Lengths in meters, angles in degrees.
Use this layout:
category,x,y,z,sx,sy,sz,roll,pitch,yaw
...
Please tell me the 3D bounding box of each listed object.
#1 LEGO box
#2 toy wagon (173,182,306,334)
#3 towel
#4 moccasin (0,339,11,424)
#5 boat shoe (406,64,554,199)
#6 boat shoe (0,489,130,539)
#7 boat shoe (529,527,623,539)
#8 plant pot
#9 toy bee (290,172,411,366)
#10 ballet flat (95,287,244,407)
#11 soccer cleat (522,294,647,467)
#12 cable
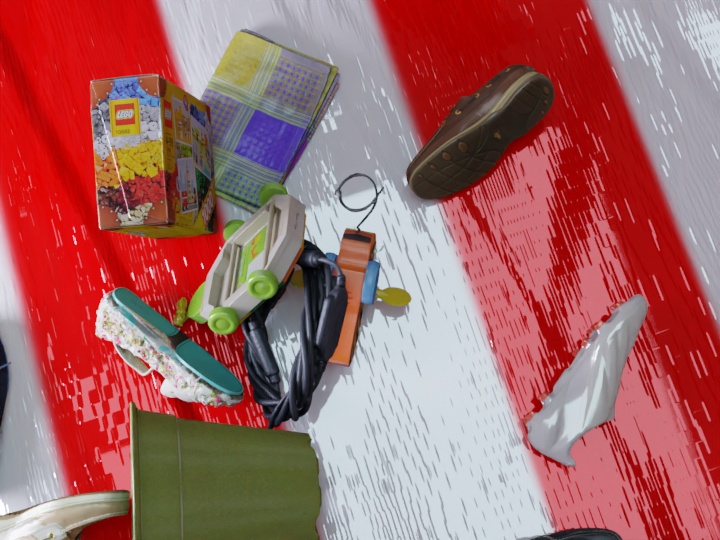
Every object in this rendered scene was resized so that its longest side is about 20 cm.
category,x,y,z,sx,sy,sz,roll,pitch,yaw
LEGO box,-0.217,-0.115,1.318,0.076,0.200,0.152,-4,88,8
toy wagon,-0.132,0.000,1.338,0.039,0.200,0.156,32,35,-24
towel,-0.125,-0.179,1.441,0.142,0.023,0.202,26,77,8
moccasin,-0.420,0.142,1.336,0.079,0.068,0.203,-8,74,0
boat shoe,0.130,-0.160,1.411,0.199,0.072,0.068,-40,43,-1
boat shoe,-0.331,0.281,1.298,0.197,0.074,0.067,-18,77,7
boat shoe,0.184,0.313,1.272,0.197,0.068,0.073,-13,73,-3
plant pot,-0.140,0.232,1.258,0.187,0.200,0.204,-1,74,-12
toy bee,0.000,0.000,1.358,0.130,0.109,0.202,31,102,2
ballet flat,-0.213,0.097,1.352,0.199,0.075,0.064,38,110,15
soccer cleat,0.255,0.117,1.327,0.077,0.069,0.201,37,86,6
cable,-0.083,0.068,1.308,0.050,0.162,0.203,8,98,-38
